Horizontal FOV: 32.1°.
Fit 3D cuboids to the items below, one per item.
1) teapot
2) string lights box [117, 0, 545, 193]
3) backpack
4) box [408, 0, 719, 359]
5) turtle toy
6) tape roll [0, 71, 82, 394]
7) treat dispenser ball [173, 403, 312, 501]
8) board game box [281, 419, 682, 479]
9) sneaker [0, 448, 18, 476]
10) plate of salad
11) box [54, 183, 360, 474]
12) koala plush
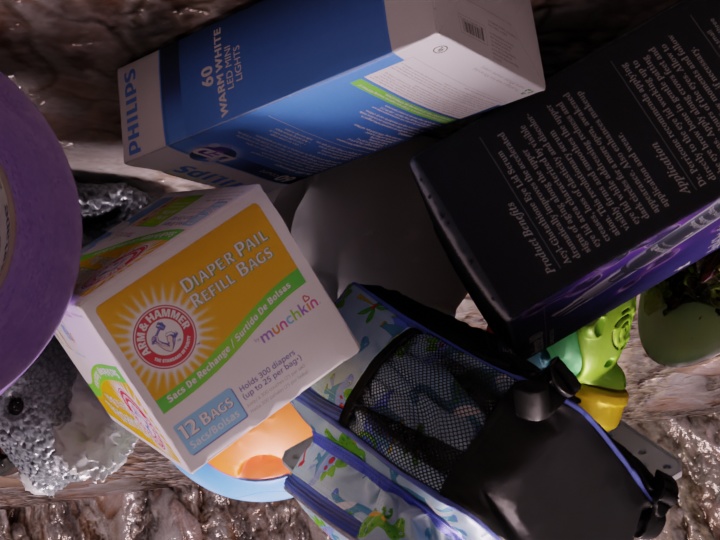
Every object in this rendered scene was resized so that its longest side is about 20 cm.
[{"bbox_3d":[0.000,0.000,0.861,0.200,0.146,0.197,0,163,-23],"label":"teapot"},{"bbox_3d":[-0.019,-0.098,0.648,0.200,0.059,0.103,-16,163,33],"label":"string lights box"},{"bbox_3d":[0.043,0.105,0.712,0.200,0.147,0.183,33,173,46],"label":"backpack"},{"bbox_3d":[0.142,-0.048,0.699,0.200,0.104,0.148,-31,164,3],"label":"box"},{"bbox_3d":[0.133,0.016,0.854,0.101,0.146,0.200,13,-171,-2],"label":"turtle toy"},{"bbox_3d":[-0.239,-0.013,0.589,0.200,0.200,0.085,1,163,-28],"label":"tape roll"},{"bbox_3d":[-0.085,0.096,1.075,0.201,0.201,0.201,-7,165,-2],"label":"treat dispenser ball"},{"bbox_3d":[0.079,0.138,0.855,0.200,0.026,0.200,-25,-145,-24],"label":"board game box"},{"bbox_3d":[-0.458,0.240,1.702,0.098,0.071,0.200,0,165,-32],"label":"sneaker"},{"bbox_3d":[0.239,-0.029,0.824,0.048,0.200,0.200,29,155,-13],"label":"plate of salad"},{"bbox_3d":[-0.102,0.025,0.694,0.112,0.101,0.200,-36,-166,-18],"label":"box"},{"bbox_3d":[-0.202,0.052,0.855,0.184,0.200,0.177,3,162,-33],"label":"koala plush"}]
